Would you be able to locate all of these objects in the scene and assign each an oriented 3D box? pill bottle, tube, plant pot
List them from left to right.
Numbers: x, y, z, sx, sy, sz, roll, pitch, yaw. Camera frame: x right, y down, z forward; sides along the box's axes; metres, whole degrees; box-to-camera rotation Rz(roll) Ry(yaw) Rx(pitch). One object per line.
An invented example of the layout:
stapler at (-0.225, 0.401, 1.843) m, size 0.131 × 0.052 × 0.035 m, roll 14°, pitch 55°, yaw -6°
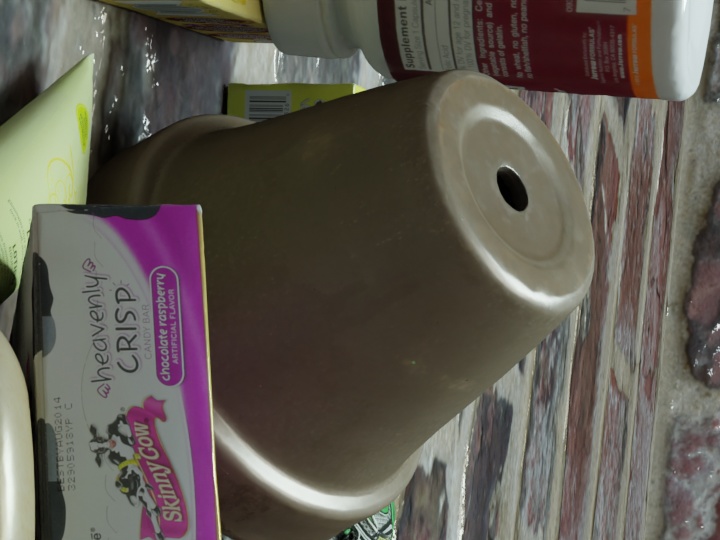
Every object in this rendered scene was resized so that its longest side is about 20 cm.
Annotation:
tube at (-0.134, -0.025, 0.883) m, size 0.052 × 0.058 × 0.200 m, roll 48°, pitch 20°, yaw -6°
plant pot at (0.000, 0.000, 1.003) m, size 0.200 × 0.175 × 0.200 m, roll 31°, pitch 44°, yaw -37°
pill bottle at (0.061, -0.142, 1.086) m, size 0.114 × 0.200 × 0.114 m, roll 6°, pitch 90°, yaw -75°

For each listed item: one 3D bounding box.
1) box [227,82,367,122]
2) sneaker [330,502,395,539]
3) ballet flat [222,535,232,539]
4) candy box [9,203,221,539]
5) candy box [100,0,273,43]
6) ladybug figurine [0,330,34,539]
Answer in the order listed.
box at (-0.012, -0.070, 1.289) m, size 0.200 × 0.075 × 0.050 m, roll 6°, pitch 85°, yaw -74°
sneaker at (-0.013, 0.133, 1.294) m, size 0.200 × 0.078 × 0.085 m, roll 43°, pitch 42°, yaw -71°
ballet flat at (-0.094, 0.155, 1.043) m, size 0.200 × 0.072 × 0.072 m, roll -69°, pitch 157°, yaw -50°
candy box at (-0.094, 0.072, 0.837) m, size 0.200 × 0.061 × 0.137 m, roll 120°, pitch -32°, yaw -68°
candy box at (-0.065, -0.173, 1.098) m, size 0.200 × 0.056 × 0.117 m, roll 3°, pitch 91°, yaw -74°
ladybug figurine at (-0.146, 0.111, 0.766) m, size 0.136 × 0.072 × 0.200 m, roll -120°, pitch -149°, yaw -66°
